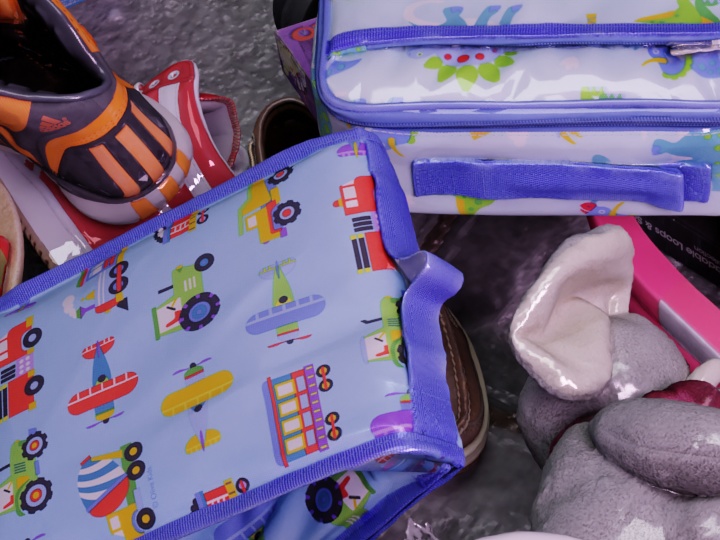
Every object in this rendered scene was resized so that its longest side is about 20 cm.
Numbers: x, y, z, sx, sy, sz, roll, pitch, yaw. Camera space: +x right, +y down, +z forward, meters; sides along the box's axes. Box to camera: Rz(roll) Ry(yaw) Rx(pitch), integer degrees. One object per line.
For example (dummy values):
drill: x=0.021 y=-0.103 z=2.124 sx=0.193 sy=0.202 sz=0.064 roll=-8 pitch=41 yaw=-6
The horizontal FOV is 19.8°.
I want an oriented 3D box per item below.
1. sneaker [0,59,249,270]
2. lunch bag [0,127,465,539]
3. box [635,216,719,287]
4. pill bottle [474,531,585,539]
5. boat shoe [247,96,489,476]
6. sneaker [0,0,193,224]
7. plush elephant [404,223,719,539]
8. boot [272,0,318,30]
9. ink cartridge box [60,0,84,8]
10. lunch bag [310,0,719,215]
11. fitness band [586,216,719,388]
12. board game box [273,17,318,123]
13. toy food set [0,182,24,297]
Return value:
sneaker: x=-0.125 y=-0.070 z=0.976 sx=0.112 sy=0.071 sz=0.200 roll=-35 pitch=50 yaw=-4
lunch bag: x=-0.048 y=0.043 z=0.770 sx=0.200 sy=0.094 sz=0.151 roll=-33 pitch=45 yaw=26
box: x=0.190 y=-0.056 z=0.947 sx=0.143 sy=0.036 sz=0.200 roll=-40 pitch=54 yaw=-20
pill bottle: x=0.059 y=0.183 z=0.668 sx=0.114 sy=0.200 sz=0.114 roll=-5 pitch=50 yaw=6
boat shoe: x=-0.006 y=0.002 z=0.908 sx=0.075 sy=0.075 sz=0.202 roll=-24 pitch=51 yaw=-9
sneaker: x=-0.162 y=-0.101 z=0.896 sx=0.200 sy=0.112 sz=0.078 roll=26 pitch=72 yaw=35
plush elephant: x=0.113 y=0.080 z=0.765 sx=0.200 sy=0.165 sz=0.155 roll=8 pitch=45 yaw=8
boot: x=-0.026 y=-0.199 z=1.073 sx=0.168 sy=0.076 sz=0.200 roll=29 pitch=56 yaw=26
ink cartridge box: x=-0.198 y=-0.180 z=1.003 sx=0.144 sy=0.200 sz=0.085 roll=-25 pitch=83 yaw=-10
lunch bag: x=0.082 y=-0.096 z=0.841 sx=0.200 sy=0.082 sz=0.161 roll=1 pitch=52 yaw=9
fitness band: x=0.182 y=-0.011 z=0.870 sx=0.144 sy=0.037 sz=0.200 roll=-29 pitch=54 yaw=-15
board game box: x=0.074 y=-0.102 z=0.930 sx=0.200 sy=0.032 sz=0.120 roll=-19 pitch=43 yaw=-11
toy food set: x=-0.232 y=0.029 z=0.907 sx=0.200 sy=0.049 sz=0.198 roll=-43 pitch=42 yaw=4
